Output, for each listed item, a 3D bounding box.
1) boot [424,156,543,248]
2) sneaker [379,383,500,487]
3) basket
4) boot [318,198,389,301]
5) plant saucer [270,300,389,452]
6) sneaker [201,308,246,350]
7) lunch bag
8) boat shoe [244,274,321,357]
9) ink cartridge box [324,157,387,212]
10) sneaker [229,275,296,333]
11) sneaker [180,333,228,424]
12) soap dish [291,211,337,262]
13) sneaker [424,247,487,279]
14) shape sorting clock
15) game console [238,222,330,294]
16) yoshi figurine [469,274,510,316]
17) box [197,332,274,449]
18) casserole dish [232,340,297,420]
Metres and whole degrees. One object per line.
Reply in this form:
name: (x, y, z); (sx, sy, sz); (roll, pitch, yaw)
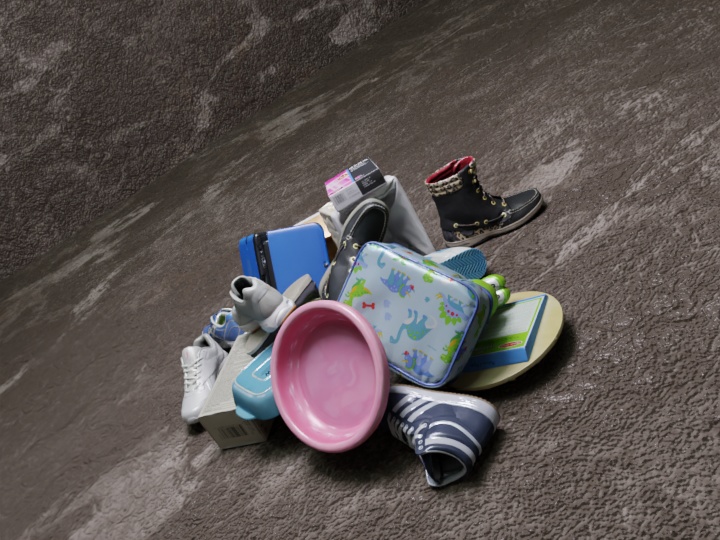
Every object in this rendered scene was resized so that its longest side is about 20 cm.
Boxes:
boot: (0.224, -0.139, 1.212); (0.200, 0.151, 0.073); (-25, 27, 8)
sneaker: (0.069, 0.210, 0.849); (0.200, 0.070, 0.109); (-3, 35, 36)
basket: (0.031, -0.061, 1.199); (0.135, 0.200, 0.123); (-34, 23, -11)
boot: (0.001, 0.001, 1.050); (0.204, 0.073, 0.154); (-62, 22, 21)
plant saucer: (-0.036, 0.140, 0.894); (0.200, 0.201, 0.051); (-5, -5, 38)
sneaker: (-0.262, 0.110, 1.302); (0.076, 0.077, 0.200); (-39, 17, -33)
lunch bag: (0.066, 0.060, 0.912); (0.200, 0.082, 0.161); (26, 99, 26)
boat shoe: (-0.121, 0.086, 1.120); (0.073, 0.063, 0.200); (-26, 20, 40)
ink cartridge box: (-0.013, -0.156, 1.161); (0.095, 0.037, 0.200); (-30, 14, 3)
sneaker: (-0.175, 0.045, 1.065); (0.076, 0.092, 0.200); (-50, 18, -23)
sneaker: (-0.295, 0.190, 1.191); (0.078, 0.099, 0.200); (-23, 28, 10)
soap dish: (-0.050, -0.047, 1.321); (0.200, 0.157, 0.081); (-27, 44, 2)
sneaker: (0.110, 0.011, 1.128); (0.200, 0.077, 0.081); (-13, 6, -12)
shape sorting clock: (0.197, 0.100, 0.949); (0.200, 0.039, 0.200); (-29, 18, 10)
game console: (-0.139, 0.023, 1.255); (0.118, 0.201, 0.171); (-10, 1, -26)
yoshi figurine: (0.120, 0.060, 0.966); (0.200, 0.112, 0.112); (-26, 34, 13)
box: (-0.183, 0.191, 1.108); (0.095, 0.078, 0.200); (-15, 30, 23)
casserole dish: (-0.115, 0.146, 1.011); (0.200, 0.039, 0.121); (-41, 33, -27)
